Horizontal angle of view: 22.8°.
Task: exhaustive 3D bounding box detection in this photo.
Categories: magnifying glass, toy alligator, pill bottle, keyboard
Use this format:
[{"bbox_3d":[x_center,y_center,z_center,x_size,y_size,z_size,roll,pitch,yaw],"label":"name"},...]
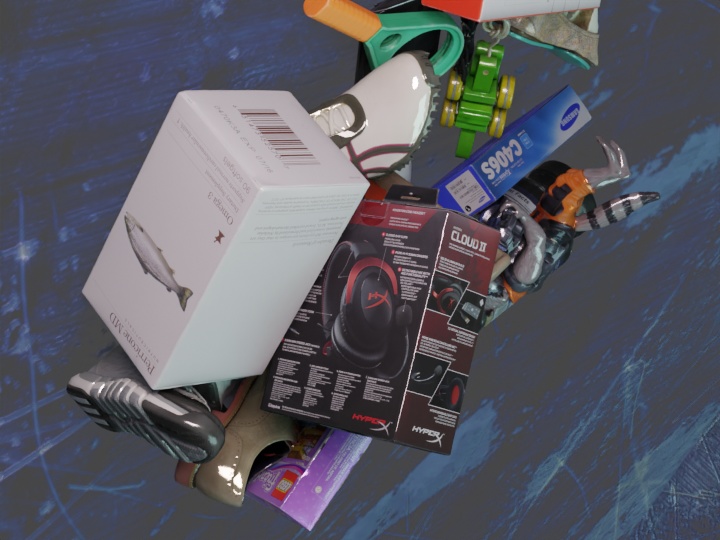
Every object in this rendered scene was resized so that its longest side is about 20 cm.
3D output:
[{"bbox_3d":[0.018,-0.187,1.421,0.080,0.022,0.200,-40,152,20],"label":"magnifying glass"},{"bbox_3d":[0.111,-0.179,1.613,0.201,0.059,0.055,101,-2,-54],"label":"toy alligator"},{"bbox_3d":[0.151,-0.028,1.869,0.200,0.112,0.112,-36,157,-25],"label":"pill bottle"},{"bbox_3d":[0.048,-0.177,1.520,0.126,0.021,0.200,-22,152,-18],"label":"keyboard"}]

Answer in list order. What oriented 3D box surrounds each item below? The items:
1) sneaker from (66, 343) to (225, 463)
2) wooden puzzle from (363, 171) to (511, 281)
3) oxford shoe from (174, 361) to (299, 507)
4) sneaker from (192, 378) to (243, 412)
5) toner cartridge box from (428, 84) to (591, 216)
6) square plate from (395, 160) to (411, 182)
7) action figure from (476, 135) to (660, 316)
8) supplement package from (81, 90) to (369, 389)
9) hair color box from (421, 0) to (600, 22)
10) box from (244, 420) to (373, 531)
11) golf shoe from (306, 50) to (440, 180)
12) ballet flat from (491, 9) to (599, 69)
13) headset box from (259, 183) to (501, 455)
[{"bbox_3d":[-0.150,0.080,1.433,0.116,0.199,0.075,-49,124,-21],"label":"sneaker"},{"bbox_3d":[0.000,0.000,1.519,0.185,0.200,0.037,-43,143,-14],"label":"wooden puzzle"},{"bbox_3d":[-0.078,0.128,1.556,0.200,0.074,0.071,-52,164,-31],"label":"oxford shoe"},{"bbox_3d":[-0.122,0.075,1.610,0.116,0.075,0.201,-50,169,-17],"label":"sneaker"},{"bbox_3d":[0.136,-0.105,1.710,0.095,0.043,0.200,-31,-174,44],"label":"toner cartridge box"},{"bbox_3d":[-0.018,-0.012,1.692,0.200,0.028,0.198,-40,157,-18],"label":"square plate"},{"bbox_3d":[0.168,-0.033,1.607,0.193,0.105,0.200,-45,-175,12],"label":"action figure"},{"bbox_3d":[-0.105,-0.024,1.358,0.117,0.117,0.201,-6,135,-46],"label":"supplement package"},{"bbox_3d":[0.134,-0.263,1.452,0.199,0.061,0.102,-15,121,-53],"label":"hair color box"},{"bbox_3d":[-0.057,0.148,1.601,0.137,0.039,0.200,-55,-158,-10],"label":"box"},{"bbox_3d":[-0.019,-0.102,1.431,0.200,0.077,0.088,-43,148,26],"label":"golf shoe"},{"bbox_3d":[0.185,-0.232,1.645,0.068,0.068,0.200,-63,158,10],"label":"ballet flat"},{"bbox_3d":[0.017,0.030,1.394,0.075,0.148,0.201,19,81,-47],"label":"headset box"}]
